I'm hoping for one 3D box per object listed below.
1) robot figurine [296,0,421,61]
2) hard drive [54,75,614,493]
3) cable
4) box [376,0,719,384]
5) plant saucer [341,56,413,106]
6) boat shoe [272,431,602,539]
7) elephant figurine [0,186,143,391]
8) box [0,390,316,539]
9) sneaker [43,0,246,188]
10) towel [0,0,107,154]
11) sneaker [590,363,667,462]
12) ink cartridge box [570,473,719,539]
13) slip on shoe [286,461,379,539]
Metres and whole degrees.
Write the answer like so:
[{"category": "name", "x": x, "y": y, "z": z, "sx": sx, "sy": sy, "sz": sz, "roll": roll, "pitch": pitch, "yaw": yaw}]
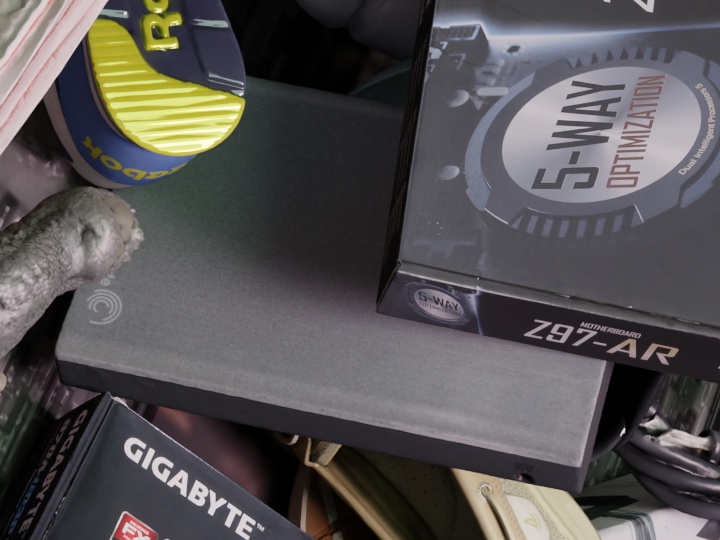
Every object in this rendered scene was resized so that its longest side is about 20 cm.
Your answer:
[{"category": "robot figurine", "x": 0.048, "y": -0.133, "z": 1.195, "sx": 0.199, "sy": 0.170, "sz": 0.113, "roll": 24, "pitch": 99, "yaw": -13}, {"category": "hard drive", "x": 0.000, "y": 0.000, "z": 1.098, "sx": 0.033, "sy": 0.199, "sz": 0.140, "roll": 86, "pitch": 18, "yaw": -56}, {"category": "cable", "x": 0.168, "y": 0.042, "z": 1.337, "sx": 0.200, "sy": 0.163, "sz": 0.051, "roll": -36, "pitch": 159, "yaw": -58}, {"category": "box", "x": 0.098, "y": -0.066, "z": 1.072, "sx": 0.159, "sy": 0.044, "sz": 0.201, "roll": 12, "pitch": 67, "yaw": -6}, {"category": "plant saucer", "x": 0.074, "y": -0.031, "z": 1.187, "sx": 0.200, "sy": 0.199, "sz": 0.028, "roll": 45, "pitch": 42, "yaw": -37}, {"category": "boat shoe", "x": 0.015, "y": 0.074, "z": 1.156, "sx": 0.201, "sy": 0.073, "sz": 0.063, "roll": 50, "pitch": 37, "yaw": -3}, {"category": "elephant figurine", "x": -0.183, "y": 0.042, "z": 0.936, "sx": 0.155, "sy": 0.142, "sz": 0.200, "roll": 26, "pitch": 33, "yaw": -2}, {"category": "box", "x": -0.058, "y": 0.167, "z": 1.085, "sx": 0.200, "sy": 0.046, "sz": 0.159, "roll": 37, "pitch": 58, "yaw": -19}, {"category": "sneaker", "x": -0.098, "y": -0.122, "z": 1.094, "sx": 0.074, "sy": 0.082, "sz": 0.201, "roll": 0, "pitch": 68, "yaw": -22}, {"category": "towel", "x": -0.187, "y": -0.074, "z": 0.890, "sx": 0.191, "sy": 0.199, "sz": 0.032, "roll": -60, "pitch": 152, "yaw": -32}, {"category": "sneaker", "x": 0.074, "y": 0.043, "z": 1.188, "sx": 0.071, "sy": 0.200, "sz": 0.083, "roll": 16, "pitch": 56, "yaw": -17}, {"category": "ink cartridge box", "x": 0.111, "y": 0.175, "z": 1.296, "sx": 0.199, "sy": 0.083, "sz": 0.148, "roll": -13, "pitch": 96, "yaw": -48}, {"category": "slip on shoe", "x": 0.006, "y": 0.158, "z": 1.200, "sx": 0.076, "sy": 0.061, "sz": 0.201, "roll": -4, "pitch": 72, "yaw": -21}]
